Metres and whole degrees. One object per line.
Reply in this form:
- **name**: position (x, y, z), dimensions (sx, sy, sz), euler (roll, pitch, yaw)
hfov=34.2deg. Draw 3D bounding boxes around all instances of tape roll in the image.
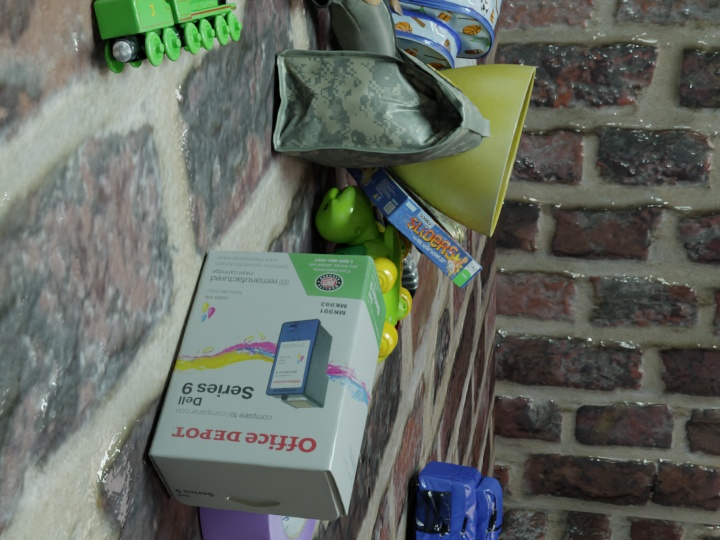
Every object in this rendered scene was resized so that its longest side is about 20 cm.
- **tape roll**: position (-0.085, 0.175, 1.078), dimensions (0.200, 0.065, 0.201), euler (4, 90, -79)

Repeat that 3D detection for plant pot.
- **plant pot**: position (0.109, -0.153, 1.352), dimensions (0.200, 0.142, 0.201), euler (15, 90, -81)

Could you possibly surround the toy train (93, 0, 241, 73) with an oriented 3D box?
- **toy train**: position (-0.132, -0.179, 0.828), dimensions (0.200, 0.042, 0.057), euler (-53, 134, -69)

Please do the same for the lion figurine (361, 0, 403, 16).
- **lion figurine**: position (-0.027, -0.311, 0.990), dimensions (0.123, 0.200, 0.072), euler (-62, -171, 8)

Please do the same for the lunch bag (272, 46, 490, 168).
- **lunch bag**: position (0.028, -0.163, 1.194), dimensions (0.164, 0.199, 0.118), euler (-5, 99, -77)

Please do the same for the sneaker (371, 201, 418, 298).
- **sneaker**: position (0.043, -0.049, 1.601), dimensions (0.200, 0.075, 0.116), euler (78, 17, -48)

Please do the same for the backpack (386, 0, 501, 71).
- **backpack**: position (0.070, -0.309, 1.373), dimensions (0.200, 0.190, 0.155), euler (27, 67, -78)

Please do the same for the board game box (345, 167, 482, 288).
- **board game box**: position (0.050, -0.071, 1.336), dimensions (0.135, 0.034, 0.200), euler (42, 7, -33)

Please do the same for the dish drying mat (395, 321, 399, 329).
- **dish drying mat**: position (0.044, 0.064, 1.691), dimensions (0.077, 0.018, 0.200), euler (-56, -171, 34)

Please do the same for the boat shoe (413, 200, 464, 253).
- **boat shoe**: position (0.083, -0.106, 1.635), dimensions (0.073, 0.062, 0.200), euler (103, -28, -52)

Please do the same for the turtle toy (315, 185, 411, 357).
- **turtle toy**: position (0.000, 0.000, 1.339), dimensions (0.146, 0.101, 0.201), euler (-60, 150, -67)

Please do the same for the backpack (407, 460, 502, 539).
- **backpack**: position (0.168, 0.465, 2.111), dimensions (0.162, 0.167, 0.201), euler (-2, 99, -71)

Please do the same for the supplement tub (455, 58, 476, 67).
- **supplement tub**: position (0.075, -0.233, 1.527), dimensions (0.145, 0.144, 0.200), euler (81, 17, -46)

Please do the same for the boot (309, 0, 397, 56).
- **boot**: position (-0.026, -0.288, 1.217), dimensions (0.131, 0.068, 0.201), euler (-54, 130, -62)

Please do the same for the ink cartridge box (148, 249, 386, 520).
- **ink cartridge box**: position (-0.068, 0.087, 0.937), dimensions (0.088, 0.145, 0.200), euler (76, 22, -53)

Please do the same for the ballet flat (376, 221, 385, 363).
- **ballet flat**: position (0.011, 0.037, 1.503), dimensions (0.067, 0.067, 0.201), euler (-41, 136, -55)
